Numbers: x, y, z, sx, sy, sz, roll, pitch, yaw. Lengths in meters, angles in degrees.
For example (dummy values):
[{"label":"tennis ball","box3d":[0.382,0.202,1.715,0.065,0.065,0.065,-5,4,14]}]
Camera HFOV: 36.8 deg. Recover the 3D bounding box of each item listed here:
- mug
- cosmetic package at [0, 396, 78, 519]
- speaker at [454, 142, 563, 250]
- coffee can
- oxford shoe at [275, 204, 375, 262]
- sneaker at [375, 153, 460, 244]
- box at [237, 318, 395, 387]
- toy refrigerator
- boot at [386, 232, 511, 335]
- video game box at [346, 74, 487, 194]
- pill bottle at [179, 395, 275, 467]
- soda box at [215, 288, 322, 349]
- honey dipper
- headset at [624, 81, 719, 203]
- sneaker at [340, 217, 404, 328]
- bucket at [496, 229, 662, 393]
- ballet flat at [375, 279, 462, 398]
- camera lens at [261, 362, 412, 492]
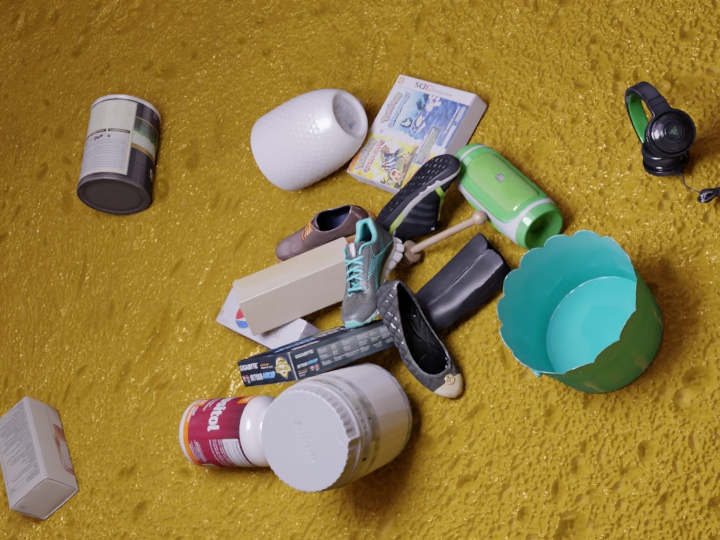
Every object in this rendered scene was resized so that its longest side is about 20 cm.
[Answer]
[{"label":"mug","box3d":[-0.066,-0.247,1.895,0.175,0.148,0.200,-23,13,40]},{"label":"cosmetic package","box3d":[-0.612,0.351,2.036,0.103,0.087,0.200,-39,49,13]},{"label":"speaker","box3d":[0.219,-0.115,1.652,0.088,0.088,0.200,-47,48,7]},{"label":"coffee can","box3d":[-0.490,-0.235,2.206,0.146,0.146,0.201,-15,59,31]},{"label":"oxford shoe","box3d":[-0.075,-0.068,1.857,0.200,0.073,0.071,-24,55,26]},{"label":"sneaker","box3d":[0.106,-0.106,1.720,0.200,0.083,0.072,-41,23,39]},{"label":"box","box3d":[-0.064,0.124,1.648,0.159,0.200,0.046,-14,92,55]},{"label":"toy refrigerator","box3d":[-0.101,0.024,1.772,0.199,0.076,0.070,-22,36,-2]},{"label":"boot","box3d":[0.119,0.012,1.674,0.200,0.066,0.165,-45,57,13]},{"label":"video game box","box3d":[0.093,-0.223,1.830,0.182,0.047,0.200,23,83,44]},{"label":"pill bottle","box3d":[-0.185,0.259,1.745,0.200,0.113,0.113,-8,63,33]},{"label":"soda box","box3d":[-0.153,0.096,1.838,0.200,0.064,0.068,21,81,42]},{"label":"honey dipper","box3d":[0.121,-0.050,1.694,0.200,0.038,0.038,-27,52,40]},{"label":"headset","box3d":[0.440,-0.180,1.509,0.094,0.124,0.200,-25,67,1]},{"label":"sneaker","box3d":[0.000,0.000,1.659,0.077,0.091,0.200,-16,38,32]},{"label":"bucket","box3d":[0.301,0.062,1.465,0.207,0.135,0.208,-17,58,29]},{"label":"ballet flat","box3d":[0.087,0.104,1.595,0.066,0.200,0.057,-35,2,-24]},{"label":"camera lens","box3d":[-0.030,0.225,1.570,0.160,0.200,0.161,4,97,29]}]
